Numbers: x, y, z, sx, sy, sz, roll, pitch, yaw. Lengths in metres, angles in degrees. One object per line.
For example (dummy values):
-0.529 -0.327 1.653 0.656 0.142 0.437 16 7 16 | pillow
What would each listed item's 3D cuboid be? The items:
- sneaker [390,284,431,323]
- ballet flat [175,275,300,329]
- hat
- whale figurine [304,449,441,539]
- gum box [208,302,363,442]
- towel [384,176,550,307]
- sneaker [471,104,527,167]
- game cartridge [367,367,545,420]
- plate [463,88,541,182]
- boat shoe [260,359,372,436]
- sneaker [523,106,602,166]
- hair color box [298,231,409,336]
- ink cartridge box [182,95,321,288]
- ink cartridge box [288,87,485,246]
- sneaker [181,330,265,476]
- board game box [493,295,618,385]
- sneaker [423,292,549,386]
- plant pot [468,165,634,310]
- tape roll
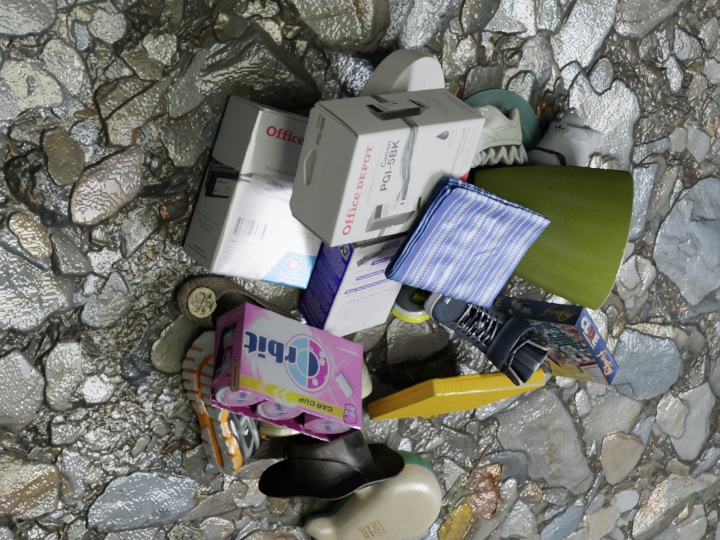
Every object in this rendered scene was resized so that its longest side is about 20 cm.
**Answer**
0.118 -0.011 1.651 0.200 0.074 0.085 -45 159 -32 | sneaker
-0.144 0.059 1.553 0.199 0.046 0.068 27 93 -39 | ballet flat
-0.043 0.233 1.624 0.199 0.200 0.082 -13 101 -30 | hat
0.016 0.330 1.764 0.199 0.104 0.160 -27 127 7 | whale figurine
-0.092 0.126 1.514 0.199 0.066 0.115 23 56 -34 | gum box
0.131 -0.028 1.489 0.199 0.024 0.145 16 114 -43 | towel
0.142 -0.174 1.604 0.199 0.075 0.082 -10 106 -47 | sneaker
0.129 0.172 1.723 0.198 0.176 0.033 0 73 -35 | game cartridge
0.179 -0.149 1.703 0.199 0.026 0.202 -14 118 -29 | plate
-0.062 0.159 1.627 0.199 0.073 0.067 -26 113 -49 | boat shoe
0.301 -0.139 1.757 0.115 0.075 0.200 -56 143 -16 | sneaker
0.000 0.000 1.561 0.109 0.065 0.201 -16 151 -29 | hair color box
-0.110 -0.093 1.486 0.144 0.084 0.202 11 102 -38 | ink cartridge box
0.031 -0.120 1.411 0.199 0.083 0.148 -14 131 -39 | ink cartridge box
-0.169 0.160 1.569 0.077 0.078 0.202 -32 128 -39 | sneaker
0.251 0.095 1.745 0.035 0.199 0.136 -56 132 -25 | board game box
0.171 0.078 1.619 0.077 0.146 0.202 -51 154 7 | sneaker
0.234 -0.062 1.621 0.198 0.187 0.189 13 104 -3 | plant pot
0.042 -0.174 1.531 0.203 0.037 0.204 -48 150 -39 | tape roll
